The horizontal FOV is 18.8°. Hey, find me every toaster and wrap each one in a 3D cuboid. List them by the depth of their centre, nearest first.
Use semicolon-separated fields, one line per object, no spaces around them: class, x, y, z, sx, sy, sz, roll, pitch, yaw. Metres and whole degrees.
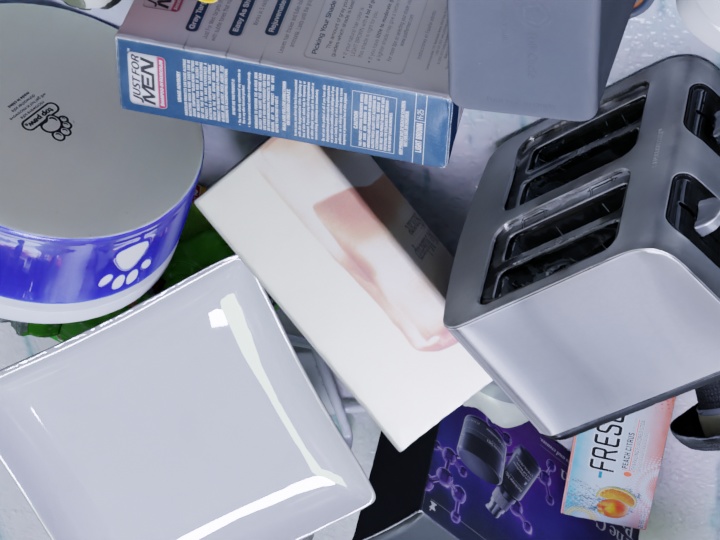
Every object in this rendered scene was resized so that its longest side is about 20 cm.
toaster;0.154;-0.010;1.295;0.200;0.181;0.119;-25;120;36

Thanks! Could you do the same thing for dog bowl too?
dog bowl;-0.199;-0.068;1.334;0.200;0.200;0.079;21;136;-4

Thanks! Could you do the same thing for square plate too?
square plate;-0.119;0.109;1.382;0.198;0.028;0.200;-27;114;2

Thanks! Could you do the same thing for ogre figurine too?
ogre figurine;-0.150;0.013;1.427;0.200;0.120;0.098;32;135;-16

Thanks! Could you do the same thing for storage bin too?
storage bin;0.088;-0.184;1.162;0.145;0.134;0.200;7;137;11

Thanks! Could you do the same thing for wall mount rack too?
wall mount rack;-0.086;0.081;1.550;0.200;0.075;0.174;-2;134;20

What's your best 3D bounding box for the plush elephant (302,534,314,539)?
plush elephant;-0.102;0.170;1.487;0.200;0.165;0.155;34;133;-29

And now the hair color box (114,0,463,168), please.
hair color box;-0.034;-0.131;1.285;0.200;0.100;0.061;12;138;8

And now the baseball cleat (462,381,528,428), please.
baseball cleat;0.072;0.020;1.450;0.106;0.070;0.200;-32;122;23

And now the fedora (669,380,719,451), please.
fedora;0.270;0.033;1.332;0.200;0.201;0.092;-21;96;35

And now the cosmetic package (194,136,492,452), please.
cosmetic package;0.000;0.000;1.350;0.087;0.103;0.200;-38;95;13

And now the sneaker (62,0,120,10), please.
sneaker;-0.211;-0.235;1.269;0.200;0.077;0.089;24;125;-15

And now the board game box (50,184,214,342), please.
board game box;-0.175;-0.008;1.520;0.095;0.030;0.200;28;134;-10

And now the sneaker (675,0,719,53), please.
sneaker;0.285;-0.138;1.190;0.200;0.074;0.116;25;141;-7

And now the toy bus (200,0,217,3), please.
toy bus;-0.132;-0.234;1.180;0.200;0.136;0.192;25;137;-6

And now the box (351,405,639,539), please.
box;0.101;0.183;1.546;0.200;0.141;0.079;38;135;-23

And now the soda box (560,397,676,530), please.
soda box;0.180;0.087;1.469;0.064;0.068;0.200;12;137;7
